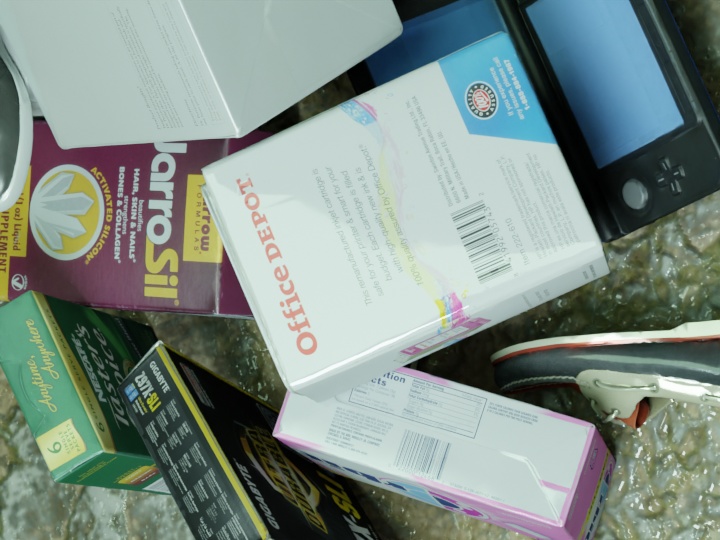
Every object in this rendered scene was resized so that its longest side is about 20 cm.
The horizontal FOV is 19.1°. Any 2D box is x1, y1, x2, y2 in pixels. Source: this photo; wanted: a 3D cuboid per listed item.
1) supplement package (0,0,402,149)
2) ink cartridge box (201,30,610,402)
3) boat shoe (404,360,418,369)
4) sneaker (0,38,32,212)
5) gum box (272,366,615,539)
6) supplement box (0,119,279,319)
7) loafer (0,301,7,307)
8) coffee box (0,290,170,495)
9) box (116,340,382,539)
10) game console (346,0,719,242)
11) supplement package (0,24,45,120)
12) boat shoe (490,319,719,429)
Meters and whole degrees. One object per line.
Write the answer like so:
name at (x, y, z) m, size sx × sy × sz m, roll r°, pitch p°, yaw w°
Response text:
supplement package at (-0.116, -0.192, 1.301) m, size 0.200 × 0.147 × 0.192 m, roll 1°, pitch 119°, yaw 52°
ink cartridge box at (0.026, -0.028, 1.256) m, size 0.200 × 0.085 × 0.145 m, roll -24°, pitch 79°, yaw 5°
boat shoe at (0.000, 0.000, 1.418) m, size 0.072 × 0.068 × 0.201 m, roll 4°, pitch 94°, yaw 30°
sneaker at (-0.266, -0.133, 1.330) m, size 0.071 × 0.099 × 0.201 m, roll -16°, pitch 83°, yaw 27°
gum box at (0.049, 0.108, 1.326) m, size 0.199 × 0.114 × 0.066 m, roll 16°, pitch 79°, yaw 17°
supplement box at (-0.148, -0.035, 1.485) m, size 0.199 × 0.103 × 0.131 m, roll 2°, pitch 89°, yaw 30°
loafer at (-0.285, -0.068, 1.591) m, size 0.072 × 0.063 × 0.201 m, roll -2°, pitch 87°, yaw 31°
coffee box at (-0.171, 0.086, 1.437) m, size 0.044 × 0.200 × 0.123 m, roll -30°, pitch 73°, yaw 11°
box at (-0.055, 0.148, 1.351) m, size 0.049 × 0.160 × 0.200 m, roll -45°, pitch 41°, yaw 9°
game console at (0.104, -0.106, 1.306) m, size 0.171 × 0.118 × 0.200 m, roll -29°, pitch 84°, yaw 53°
supplement package at (-0.207, -0.160, 1.468) m, size 0.113 × 0.200 × 0.110 m, roll 2°, pitch 90°, yaw 30°
boat shoe at (0.173, 0.066, 1.314) m, size 0.199 × 0.071 × 0.063 m, roll -6°, pitch 88°, yaw 26°
